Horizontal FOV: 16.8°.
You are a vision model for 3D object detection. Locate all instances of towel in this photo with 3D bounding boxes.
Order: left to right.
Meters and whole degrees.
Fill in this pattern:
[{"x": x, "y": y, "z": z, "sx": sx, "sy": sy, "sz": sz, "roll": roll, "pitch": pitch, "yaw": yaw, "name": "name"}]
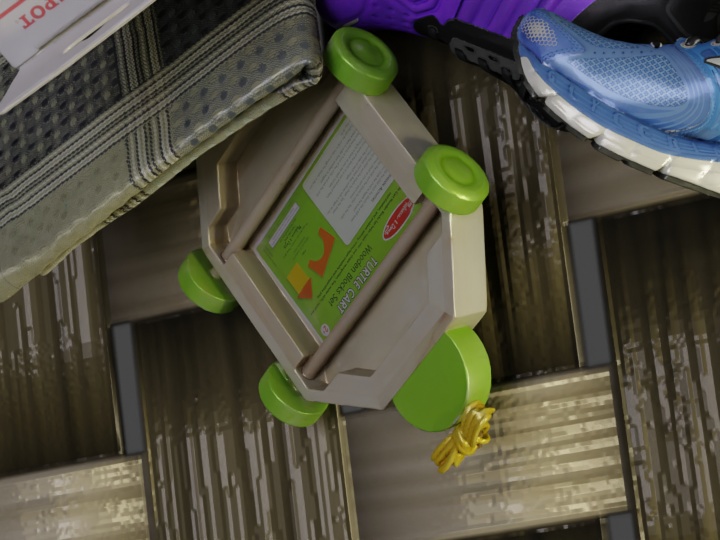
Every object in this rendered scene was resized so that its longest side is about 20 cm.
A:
[{"x": -0.101, "y": -0.100, "z": 1.112, "sx": 0.199, "sy": 0.034, "sz": 0.194, "roll": -33, "pitch": 44, "yaw": 22, "name": "towel"}]

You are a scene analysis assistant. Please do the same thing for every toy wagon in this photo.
[{"x": 0.000, "y": 0.000, "z": 1.060, "sx": 0.200, "sy": 0.039, "sz": 0.155, "roll": 53, "pitch": 129, "yaw": 21, "name": "toy wagon"}]

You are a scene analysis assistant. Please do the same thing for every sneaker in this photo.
[{"x": 0.066, "y": -0.106, "z": 1.027, "sx": 0.199, "sy": 0.069, "sz": 0.100, "roll": -8, "pitch": 90, "yaw": 34, "name": "sneaker"}, {"x": 0.155, "y": -0.070, "z": 0.947, "sx": 0.198, "sy": 0.079, "sz": 0.090, "roll": 18, "pitch": 96, "yaw": 10, "name": "sneaker"}]

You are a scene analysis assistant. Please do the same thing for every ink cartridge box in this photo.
[{"x": -0.112, "y": -0.163, "z": 1.033, "sx": 0.115, "sy": 0.201, "sz": 0.068, "roll": -32, "pitch": 112, "yaw": 28, "name": "ink cartridge box"}]
